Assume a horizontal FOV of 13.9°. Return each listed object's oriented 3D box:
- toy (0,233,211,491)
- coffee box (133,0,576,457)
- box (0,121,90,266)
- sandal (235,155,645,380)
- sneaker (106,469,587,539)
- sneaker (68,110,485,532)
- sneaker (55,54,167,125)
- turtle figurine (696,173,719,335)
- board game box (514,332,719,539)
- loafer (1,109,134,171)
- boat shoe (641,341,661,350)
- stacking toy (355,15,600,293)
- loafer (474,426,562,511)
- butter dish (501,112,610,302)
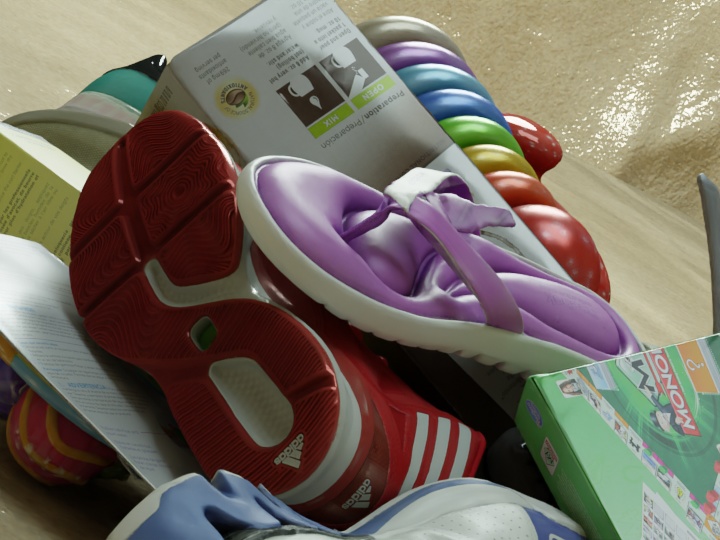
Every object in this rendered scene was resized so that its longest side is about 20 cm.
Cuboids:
[{"bbox_3d":[-0.089,0.056,1.028,0.200,0.047,0.115,39,8,25],"label":"toy"},{"bbox_3d":[0.000,0.000,1.167,0.200,0.080,0.114,49,-30,9],"label":"coffee box"},{"bbox_3d":[-0.089,0.019,1.150,0.200,0.075,0.050,34,9,31],"label":"box"},{"bbox_3d":[0.036,-0.008,1.043,0.203,0.050,0.082,21,28,-45],"label":"sandal"},{"bbox_3d":[0.017,0.125,0.910,0.115,0.081,0.199,40,20,34],"label":"sneaker"},{"bbox_3d":[-0.028,0.033,1.044,0.116,0.078,0.200,38,17,-41],"label":"sneaker"},{"bbox_3d":[-0.038,-0.032,1.298,0.200,0.071,0.080,34,50,12],"label":"sneaker"},{"bbox_3d":[0.132,0.061,1.302,0.144,0.200,0.194,-17,-49,37],"label":"turtle figurine"},{"bbox_3d":[0.153,0.105,0.994,0.135,0.029,0.200,-12,55,-21],"label":"board game box"},{"bbox_3d":[-0.082,0.001,1.243,0.200,0.076,0.068,29,45,10],"label":"loafer"},{"bbox_3d":[0.145,0.093,1.094,0.060,0.072,0.202,-1,31,-14],"label":"boat shoe"},{"bbox_3d":[0.046,-0.033,1.270,0.085,0.085,0.200,23,16,-35],"label":"stacking toy"},{"bbox_3d":[0.067,0.114,1.120,0.200,0.071,0.073,46,18,-59],"label":"loafer"},{"bbox_3d":[0.056,-0.014,1.561,0.200,0.148,0.199,27,8,-16],"label":"butter dish"}]
